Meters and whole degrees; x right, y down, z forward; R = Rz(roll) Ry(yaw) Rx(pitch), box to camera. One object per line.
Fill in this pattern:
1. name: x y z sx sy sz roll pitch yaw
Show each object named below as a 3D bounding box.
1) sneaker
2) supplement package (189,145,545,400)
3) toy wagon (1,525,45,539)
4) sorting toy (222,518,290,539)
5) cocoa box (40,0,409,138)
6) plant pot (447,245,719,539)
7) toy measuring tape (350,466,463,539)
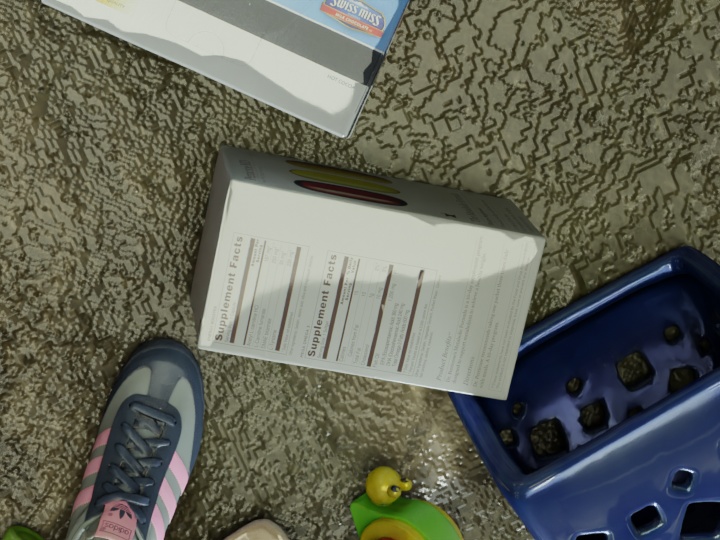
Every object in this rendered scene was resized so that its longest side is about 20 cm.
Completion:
1. sneaker: -0.147 0.143 1.279 0.070 0.082 0.201 16 90 -6
2. supplement package: 0.000 0.000 1.257 0.199 0.114 0.110 10 103 -11
3. toy wagon: -0.304 0.213 1.303 0.200 0.040 0.155 29 97 -13
4. sorting toy: -0.094 0.287 1.355 0.200 0.036 0.185 -32 105 5
5. cocoa box: -0.077 -0.186 1.192 0.199 0.133 0.132 23 98 -12
6. plant pot: 0.192 0.126 1.276 0.200 0.200 0.180 -29 111 -1
7. toy measuring tape: 0.047 0.225 1.335 0.073 0.074 0.201 -17 102 -4
